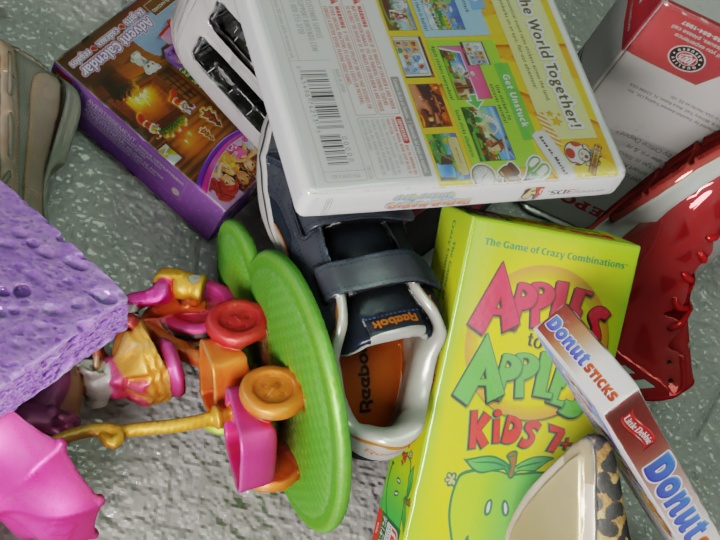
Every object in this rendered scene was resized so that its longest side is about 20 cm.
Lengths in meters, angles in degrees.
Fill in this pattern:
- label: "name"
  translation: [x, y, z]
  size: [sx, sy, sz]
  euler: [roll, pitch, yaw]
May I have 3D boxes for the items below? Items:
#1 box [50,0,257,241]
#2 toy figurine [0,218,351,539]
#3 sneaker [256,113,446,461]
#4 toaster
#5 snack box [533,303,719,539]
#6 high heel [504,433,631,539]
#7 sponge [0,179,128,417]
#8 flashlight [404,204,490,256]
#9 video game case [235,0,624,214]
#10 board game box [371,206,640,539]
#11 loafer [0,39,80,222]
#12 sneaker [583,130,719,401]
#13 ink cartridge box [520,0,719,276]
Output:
- label: "box"
  translation: [-0.082, -0.128, 0.964]
  size: [0.137, 0.039, 0.200]
  euler: [41, 53, 2]
- label: "toy figurine"
  translation: [-0.124, 0.063, 0.789]
  size: [0.183, 0.151, 0.200]
  euler: [-11, 43, -19]
- label: "sneaker"
  translation: [0.000, 0.000, 0.798]
  size: [0.078, 0.079, 0.202]
  euler: [-12, 92, -22]
- label: "toaster"
  translation: [-0.018, -0.137, 0.908]
  size: [0.200, 0.114, 0.129]
  euler: [48, 57, 3]
- label: "snack box"
  translation: [0.150, 0.101, 0.802]
  size: [0.024, 0.200, 0.072]
  euler: [-35, 43, 1]
- label: "high heel"
  translation: [0.149, 0.154, 0.814]
  size: [0.142, 0.201, 0.071]
  euler: [-14, 35, -27]
- label: "sponge"
  translation: [-0.216, 0.041, 0.706]
  size: [0.111, 0.030, 0.200]
  euler: [38, 57, 23]
- label: "flashlight"
  translation: [0.026, -0.039, 0.924]
  size: [0.067, 0.068, 0.200]
  euler: [9, 29, 36]
- label: "video game case"
  translation: [0.028, -0.122, 0.817]
  size: [0.181, 0.023, 0.201]
  euler: [-5, 59, -22]
- label: "board game box"
  translation: [0.078, 0.072, 0.836]
  size: [0.101, 0.048, 0.201]
  euler: [9, 98, -19]
- label: "loafer"
  translation: [-0.205, -0.042, 0.828]
  size: [0.063, 0.072, 0.201]
  euler: [46, 35, -39]
- label: "sneaker"
  translation: [0.195, 0.003, 0.933]
  size: [0.116, 0.200, 0.078]
  euler: [52, 28, -1]
- label: "ink cartridge box"
  translation: [0.207, -0.102, 0.981]
  size: [0.146, 0.200, 0.083]
  euler: [23, 50, -10]
